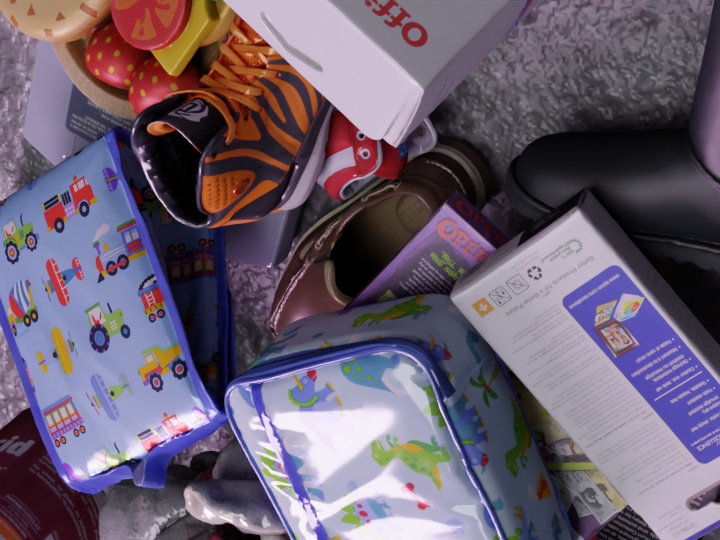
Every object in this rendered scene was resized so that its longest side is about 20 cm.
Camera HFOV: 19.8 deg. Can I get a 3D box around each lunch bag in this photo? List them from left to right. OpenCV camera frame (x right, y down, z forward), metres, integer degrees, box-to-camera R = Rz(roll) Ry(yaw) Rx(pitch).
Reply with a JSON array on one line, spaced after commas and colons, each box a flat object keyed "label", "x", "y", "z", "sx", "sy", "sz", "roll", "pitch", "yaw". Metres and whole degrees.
[{"label": "lunch bag", "x": -0.148, "y": 0.036, "z": 1.267, "sx": 0.151, "sy": 0.094, "sz": 0.200, "roll": -28, "pitch": 67, "yaw": 38}, {"label": "lunch bag", "x": 0.021, "y": 0.120, "z": 1.193, "sx": 0.161, "sy": 0.082, "sz": 0.200, "roll": -11, "pitch": 112, "yaw": 35}]

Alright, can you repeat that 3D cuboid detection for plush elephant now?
[{"label": "plush elephant", "x": -0.082, "y": 0.162, "z": 1.351, "sx": 0.155, "sy": 0.165, "sz": 0.200, "roll": -10, "pitch": 117, "yaw": 26}]

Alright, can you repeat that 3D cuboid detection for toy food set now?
[{"label": "toy food set", "x": -0.130, "y": -0.189, "z": 1.221, "sx": 0.200, "sy": 0.049, "sz": 0.198, "roll": 52, "pitch": 121, "yaw": 24}]

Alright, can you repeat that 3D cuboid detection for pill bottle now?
[{"label": "pill bottle", "x": -0.221, "y": 0.161, "z": 1.411, "sx": 0.114, "sy": 0.200, "sz": 0.114, "roll": 14, "pitch": 122, "yaw": 24}]

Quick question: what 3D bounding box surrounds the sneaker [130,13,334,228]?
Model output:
[{"label": "sneaker", "x": -0.059, "y": -0.106, "z": 1.121, "sx": 0.078, "sy": 0.112, "sz": 0.200, "roll": 29, "pitch": 121, "yaw": 30}]

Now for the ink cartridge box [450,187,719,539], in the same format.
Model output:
[{"label": "ink cartridge box", "x": 0.149, "y": 0.057, "z": 1.141, "sx": 0.095, "sy": 0.037, "sz": 0.200, "roll": -35, "pitch": 100, "yaw": 28}]

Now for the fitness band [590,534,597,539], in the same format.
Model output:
[{"label": "fitness band", "x": 0.067, "y": 0.170, "z": 1.309, "sx": 0.144, "sy": 0.037, "sz": 0.200, "roll": 36, "pitch": 130, "yaw": 6}]

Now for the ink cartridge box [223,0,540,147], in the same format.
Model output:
[{"label": "ink cartridge box", "x": 0.034, "y": -0.186, "z": 1.057, "sx": 0.145, "sy": 0.200, "sz": 0.085, "roll": 42, "pitch": 161, "yaw": 3}]

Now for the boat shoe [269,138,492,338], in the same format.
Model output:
[{"label": "boat shoe", "x": -0.005, "y": -0.005, "z": 1.269, "sx": 0.075, "sy": 0.075, "sz": 0.202, "roll": 43, "pitch": 129, "yaw": 3}]

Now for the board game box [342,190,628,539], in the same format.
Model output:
[{"label": "board game box", "x": 0.089, "y": 0.062, "z": 1.202, "sx": 0.200, "sy": 0.032, "sz": 0.120, "roll": 43, "pitch": 122, "yaw": -2}]

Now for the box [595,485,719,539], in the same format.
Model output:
[{"label": "box", "x": 0.147, "y": 0.138, "z": 1.285, "sx": 0.143, "sy": 0.036, "sz": 0.200, "roll": 29, "pitch": 126, "yaw": 16}]

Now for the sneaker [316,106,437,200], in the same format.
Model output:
[{"label": "sneaker", "x": 0.013, "y": -0.128, "z": 1.177, "sx": 0.112, "sy": 0.071, "sz": 0.200, "roll": 46, "pitch": 127, "yaw": 15}]

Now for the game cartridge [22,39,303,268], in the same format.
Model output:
[{"label": "game cartridge", "x": -0.122, "y": -0.088, "z": 1.320, "sx": 0.200, "sy": 0.042, "sz": 0.133, "roll": 28, "pitch": 131, "yaw": 15}]

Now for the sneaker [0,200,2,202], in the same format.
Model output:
[{"label": "sneaker", "x": -0.174, "y": 0.018, "z": 1.399, "sx": 0.093, "sy": 0.070, "sz": 0.200, "roll": -37, "pitch": 93, "yaw": 24}]

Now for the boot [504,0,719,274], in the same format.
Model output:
[{"label": "boot", "x": 0.184, "y": -0.087, "z": 1.108, "sx": 0.200, "sy": 0.076, "sz": 0.168, "roll": 17, "pitch": 126, "yaw": 16}]
